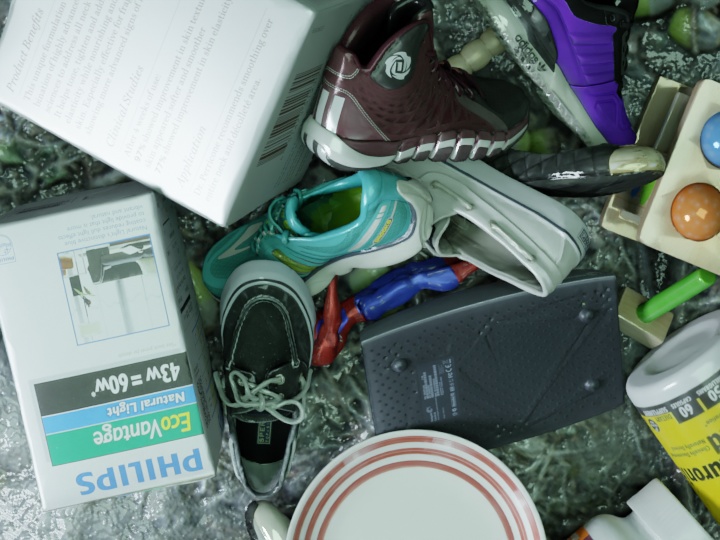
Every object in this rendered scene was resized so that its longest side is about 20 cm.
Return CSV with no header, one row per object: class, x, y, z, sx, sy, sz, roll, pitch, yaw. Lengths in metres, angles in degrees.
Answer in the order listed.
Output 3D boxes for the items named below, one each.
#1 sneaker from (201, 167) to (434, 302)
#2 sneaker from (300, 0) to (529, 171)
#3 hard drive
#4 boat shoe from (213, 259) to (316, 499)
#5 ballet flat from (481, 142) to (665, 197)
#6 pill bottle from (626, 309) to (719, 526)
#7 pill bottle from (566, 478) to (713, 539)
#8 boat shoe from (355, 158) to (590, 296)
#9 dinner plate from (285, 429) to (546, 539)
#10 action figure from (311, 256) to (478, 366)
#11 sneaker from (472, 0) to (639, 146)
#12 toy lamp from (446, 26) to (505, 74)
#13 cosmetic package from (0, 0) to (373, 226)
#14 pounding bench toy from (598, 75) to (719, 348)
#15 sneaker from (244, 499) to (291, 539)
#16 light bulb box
sneaker,-0.043,-0.032,1.336,0.199,0.079,0.078,-22,60,33
sneaker,0.054,-0.139,1.290,0.199,0.076,0.116,-15,129,-40
hard drive,0.099,0.070,1.405,0.199,0.042,0.135,-15,123,-8
boat shoe,-0.072,0.085,1.358,0.073,0.068,0.200,5,129,-6
ballet flat,0.134,-0.084,1.352,0.066,0.199,0.057,13,83,-48
pill bottle,0.302,0.138,1.419,0.111,0.111,0.200,-37,98,1
pill bottle,0.183,0.259,1.425,0.200,0.110,0.110,-42,98,1
boat shoe,0.067,-0.040,1.348,0.199,0.072,0.066,29,62,19
dinner plate,0.042,0.220,1.386,0.199,0.024,0.201,0,84,-3
action figure,0.000,0.000,1.404,0.199,0.065,0.099,-34,105,-1
sneaker,0.170,-0.162,1.354,0.099,0.070,0.200,-41,132,3
toy lamp,0.098,-0.169,1.395,0.200,0.058,0.058,-39,98,2
cosmetic package,-0.119,-0.162,1.282,0.199,0.166,0.168,29,112,9
pounding bench toy,0.256,-0.028,1.372,0.124,0.156,0.201,21,95,-7
sneaker,-0.004,0.237,1.434,0.093,0.070,0.200,-41,100,-6
light bulb box,-0.179,0.045,1.327,0.124,0.198,0.201,-12,96,-1
